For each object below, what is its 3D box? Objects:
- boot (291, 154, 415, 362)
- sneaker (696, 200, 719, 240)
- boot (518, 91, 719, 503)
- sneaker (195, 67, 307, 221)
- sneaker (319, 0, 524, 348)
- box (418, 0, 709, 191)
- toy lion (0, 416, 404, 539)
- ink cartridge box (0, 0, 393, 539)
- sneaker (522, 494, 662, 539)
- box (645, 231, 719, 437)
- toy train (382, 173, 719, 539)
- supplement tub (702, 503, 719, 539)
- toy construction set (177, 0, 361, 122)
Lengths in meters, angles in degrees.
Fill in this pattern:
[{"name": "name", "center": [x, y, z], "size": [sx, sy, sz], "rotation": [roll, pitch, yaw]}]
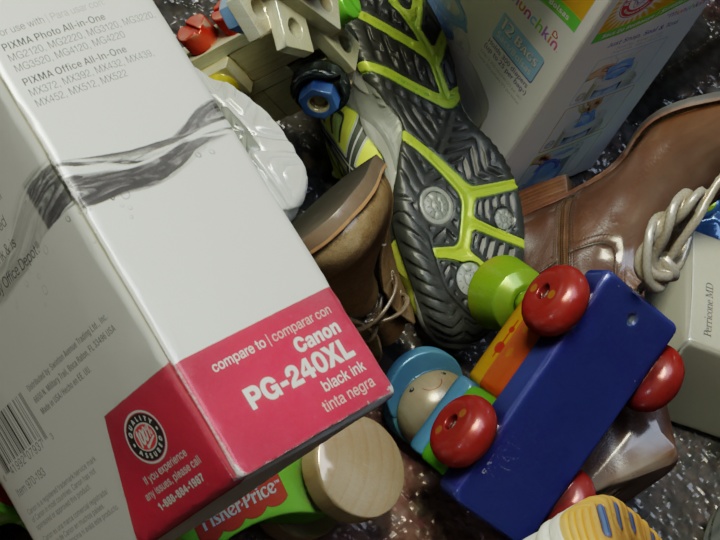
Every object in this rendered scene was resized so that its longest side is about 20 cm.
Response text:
[{"name": "boot", "center": [0.000, 0.000, 0.819], "size": [0.074, 0.200, 0.076], "rotation": [-38, 87, -3]}, {"name": "sneaker", "center": [0.232, -0.025, 1.012], "size": [0.199, 0.083, 0.071], "rotation": [2, 79, -7]}, {"name": "boot", "center": [0.144, 0.022, 0.878], "size": [0.064, 0.186, 0.200], "rotation": [36, 40, -33]}, {"name": "sneaker", "center": [-0.120, -0.043, 0.832], "size": [0.199, 0.099, 0.078], "rotation": [11, 56, 10]}, {"name": "sneaker", "center": [0.026, -0.053, 0.939], "size": [0.075, 0.076, 0.201], "rotation": [-8, 74, -31]}, {"name": "box", "center": [0.099, -0.140, 0.946], "size": [0.101, 0.200, 0.113], "rotation": [-22, 68, -35]}, {"name": "toy lion", "center": [-0.099, 0.054, 0.764], "size": [0.200, 0.069, 0.192], "rotation": [-23, 87, -40]}, {"name": "ink cartridge box", "center": [-0.101, 0.000, 0.661], "size": [0.083, 0.145, 0.200], "rotation": [-26, 82, -40]}, {"name": "sneaker", "center": [0.131, 0.186, 0.815], "size": [0.200, 0.088, 0.075], "rotation": [47, 22, -19]}, {"name": "box", "center": [0.248, 0.056, 0.959], "size": [0.200, 0.068, 0.082], "rotation": [19, 51, -12]}, {"name": "toy train", "center": [0.093, 0.018, 0.836], "size": [0.085, 0.116, 0.200], "rotation": [37, 87, -29]}, {"name": "supplement tub", "center": [0.256, 0.111, 0.837], "size": [0.122, 0.200, 0.123], "rotation": [12, 52, -16]}, {"name": "toy construction set", "center": [-0.077, -0.114, 0.870], "size": [0.131, 0.200, 0.092], "rotation": [45, 52, -33]}]
